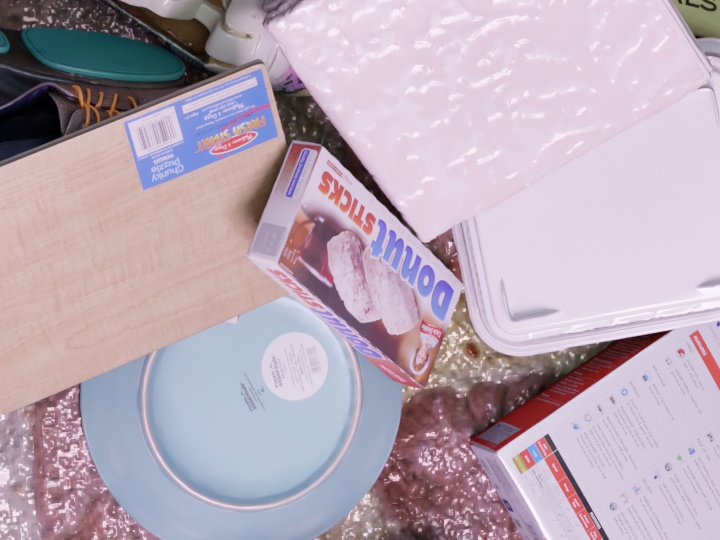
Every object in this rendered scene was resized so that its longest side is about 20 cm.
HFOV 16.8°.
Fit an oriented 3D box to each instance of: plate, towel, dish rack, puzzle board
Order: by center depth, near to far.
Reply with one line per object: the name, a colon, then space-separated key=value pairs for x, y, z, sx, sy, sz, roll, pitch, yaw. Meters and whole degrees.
puzzle board: x=-0.128 y=-0.019 z=1.333 sx=0.200 sy=0.017 sz=0.151 roll=-23 pitch=127 yaw=-12
towel: x=0.072 y=-0.128 z=1.377 sx=0.200 sy=0.032 sz=0.191 roll=-29 pitch=125 yaw=13
plate: x=-0.067 y=0.074 z=1.450 sx=0.200 sy=0.026 sz=0.201 roll=-1 pitch=93 yaw=-16
dish rack: x=0.149 y=-0.041 z=1.458 sx=0.199 sy=0.044 sz=0.172 roll=-10 pitch=96 yaw=10

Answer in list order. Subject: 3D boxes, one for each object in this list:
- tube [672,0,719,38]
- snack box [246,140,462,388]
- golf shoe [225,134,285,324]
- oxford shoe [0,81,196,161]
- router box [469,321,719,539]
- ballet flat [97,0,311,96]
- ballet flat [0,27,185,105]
tube: x=0.167 y=-0.181 z=1.497 sx=0.200 sy=0.052 sz=0.058 roll=9 pitch=101 yaw=-19
snack box: x=0.000 y=0.000 z=1.400 sx=0.200 sy=0.024 sz=0.072 roll=42 pitch=64 yaw=-56
golf shoe: x=-0.111 y=-0.003 z=1.396 sx=0.200 sy=0.078 sz=0.097 roll=-32 pitch=87 yaw=-12
oxford shoe: x=-0.140 y=-0.070 z=1.334 sx=0.200 sy=0.073 sz=0.071 roll=-18 pitch=60 yaw=-15
router box: x=0.194 y=0.144 z=1.523 sx=0.179 sy=0.049 sz=0.200 roll=-32 pitch=102 yaw=-13
ballet flat: x=-0.096 y=-0.150 z=1.384 sx=0.200 sy=0.071 sz=0.069 roll=28 pitch=107 yaw=-4
ballet flat: x=-0.199 y=-0.107 z=1.381 sx=0.200 sy=0.073 sz=0.073 roll=8 pitch=91 yaw=-27
